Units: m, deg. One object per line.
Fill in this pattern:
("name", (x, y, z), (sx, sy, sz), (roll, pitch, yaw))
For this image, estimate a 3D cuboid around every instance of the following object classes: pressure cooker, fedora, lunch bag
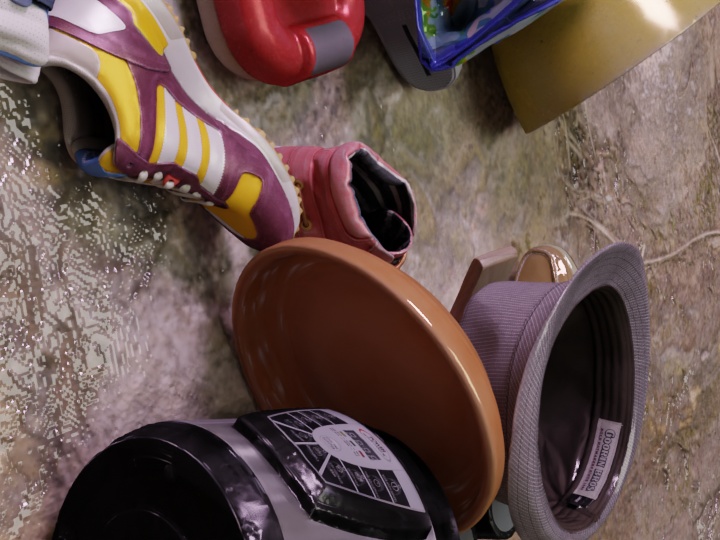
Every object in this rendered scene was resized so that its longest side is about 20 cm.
("pressure cooker", (-0.045, 0.164, 0.649), (0.200, 0.179, 0.176), (8, 76, -49))
("fedora", (0.110, 0.074, 0.753), (0.177, 0.090, 0.200), (-37, 128, -43))
("lunch bag", (0.114, -0.239, 0.825), (0.200, 0.127, 0.170), (-63, 168, 29))

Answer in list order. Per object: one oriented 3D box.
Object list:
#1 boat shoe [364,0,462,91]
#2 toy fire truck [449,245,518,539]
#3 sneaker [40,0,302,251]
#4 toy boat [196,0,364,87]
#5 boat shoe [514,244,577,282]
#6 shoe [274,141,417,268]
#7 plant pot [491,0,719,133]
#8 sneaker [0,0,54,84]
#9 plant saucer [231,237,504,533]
("boat shoe", (0.025, -0.223, 0.871), (0.200, 0.074, 0.067), (64, 33, -46))
("toy fire truck", (0.056, 0.096, 0.837), (0.176, 0.129, 0.200), (-23, 102, -51))
("sneaker", (-0.114, -0.068, 0.670), (0.200, 0.075, 0.090), (53, 56, -29))
("toy boat", (-0.032, -0.219, 0.731), (0.130, 0.131, 0.200), (-31, 112, -51))
("boat shoe", (0.145, 0.076, 1.009), (0.076, 0.072, 0.200), (3, 85, -42))
("shoe", (0.000, 0.000, 0.792), (0.071, 0.091, 0.200), (-58, 132, -38))
("plant pot", (0.181, -0.229, 0.998), (0.142, 0.200, 0.200), (54, 43, -5))
("sneaker", (-0.163, -0.170, 0.583), (0.200, 0.081, 0.147), (-31, 123, -44))
("plant saucer", (0.006, 0.066, 0.702), (0.037, 0.200, 0.200), (-36, 117, -36))
